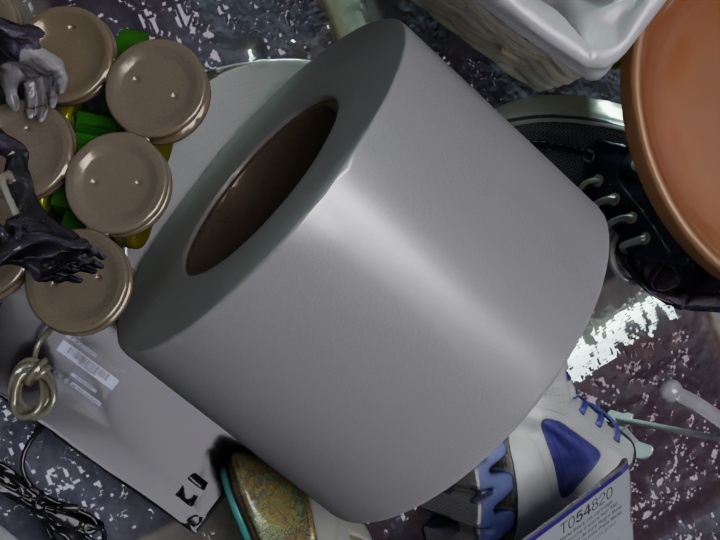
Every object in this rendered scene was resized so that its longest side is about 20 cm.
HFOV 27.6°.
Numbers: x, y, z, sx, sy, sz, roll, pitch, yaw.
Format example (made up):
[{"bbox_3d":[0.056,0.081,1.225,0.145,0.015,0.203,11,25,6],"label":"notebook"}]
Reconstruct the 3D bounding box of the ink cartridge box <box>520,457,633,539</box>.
[{"bbox_3d":[0.078,0.222,0.816,0.199,0.041,0.200,-28,126,-31],"label":"ink cartridge box"}]

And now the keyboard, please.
[{"bbox_3d":[-0.155,0.068,0.752,0.200,0.021,0.127,38,85,-10],"label":"keyboard"}]

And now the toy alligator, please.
[{"bbox_3d":[-0.133,-0.020,0.726,0.059,0.054,0.201,12,78,8],"label":"toy alligator"}]

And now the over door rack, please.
[{"bbox_3d":[0.223,0.038,0.858,0.067,0.200,0.148,43,73,-8],"label":"over door rack"}]

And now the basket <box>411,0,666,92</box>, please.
[{"bbox_3d":[0.100,-0.196,0.680,0.135,0.123,0.200,36,83,-5],"label":"basket"}]

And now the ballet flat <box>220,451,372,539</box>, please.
[{"bbox_3d":[-0.018,0.167,0.779,0.071,0.071,0.200,-31,124,-23],"label":"ballet flat"}]

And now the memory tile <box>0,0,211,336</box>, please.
[{"bbox_3d":[-0.183,-0.063,0.703,0.200,0.017,0.154,18,80,9],"label":"memory tile"}]

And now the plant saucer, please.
[{"bbox_3d":[0.211,-0.080,0.758,0.200,0.037,0.201,5,80,-28],"label":"plant saucer"}]

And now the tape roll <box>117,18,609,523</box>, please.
[{"bbox_3d":[0.000,0.000,0.703,0.139,0.203,0.203,40,73,-19],"label":"tape roll"}]

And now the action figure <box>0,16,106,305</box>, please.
[{"bbox_3d":[-0.193,-0.071,0.646,0.119,0.102,0.200,-28,72,2],"label":"action figure"}]

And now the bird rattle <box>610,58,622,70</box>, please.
[{"bbox_3d":[0.089,-0.181,0.812,0.200,0.163,0.113,41,65,4],"label":"bird rattle"}]

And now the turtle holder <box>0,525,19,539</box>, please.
[{"bbox_3d":[-0.194,0.175,0.658,0.132,0.185,0.141,-51,126,-17],"label":"turtle holder"}]

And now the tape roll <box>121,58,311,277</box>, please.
[{"bbox_3d":[-0.041,-0.016,0.814,0.202,0.037,0.203,1,89,-25],"label":"tape roll"}]

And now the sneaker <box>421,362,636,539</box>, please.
[{"bbox_3d":[0.101,0.077,0.866,0.115,0.081,0.200,1,96,-30],"label":"sneaker"}]

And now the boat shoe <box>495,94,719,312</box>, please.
[{"bbox_3d":[0.149,-0.036,0.825,0.075,0.199,0.093,74,33,-48],"label":"boat shoe"}]
